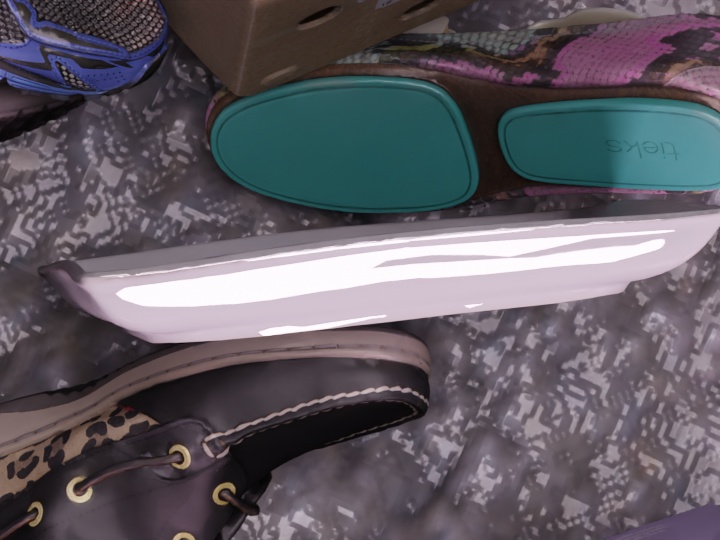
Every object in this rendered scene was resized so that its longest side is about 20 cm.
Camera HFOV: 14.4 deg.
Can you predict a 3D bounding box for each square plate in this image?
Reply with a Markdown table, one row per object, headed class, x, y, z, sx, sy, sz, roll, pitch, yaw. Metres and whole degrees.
| class | x | y | z | sx | sy | sz | roll | pitch | yaw |
| --- | --- | --- | --- | --- | --- | --- | --- | --- | --- |
| square plate | 0.000 | 0.000 | 0.924 | 0.196 | 0.200 | 0.029 | -6 | 92 | -10 |

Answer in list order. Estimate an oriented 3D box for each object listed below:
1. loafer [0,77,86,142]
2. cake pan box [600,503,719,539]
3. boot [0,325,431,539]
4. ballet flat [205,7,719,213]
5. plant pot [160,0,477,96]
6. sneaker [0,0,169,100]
| class | x | y | z | sx | sy | sz | roll | pitch | yaw |
| --- | --- | --- | --- | --- | --- | --- | --- | --- | --- |
| loafer | -0.175 | -0.075 | 0.952 | 0.199 | 0.073 | 0.072 | -7 | 84 | -25 |
| cake pan box | 0.066 | 0.187 | 0.922 | 0.183 | 0.052 | 0.202 | -14 | 101 | -27 |
| boot | -0.061 | 0.107 | 0.930 | 0.199 | 0.073 | 0.152 | -15 | 69 | 10 |
| ballet flat | 0.047 | -0.060 | 0.994 | 0.198 | 0.069 | 0.071 | -2 | 41 | 18 |
| plant pot | -0.012 | -0.174 | 0.926 | 0.199 | 0.200 | 0.178 | -23 | 81 | -11 |
| sneaker | -0.133 | -0.136 | 0.911 | 0.200 | 0.078 | 0.075 | 46 | 44 | -11 |
